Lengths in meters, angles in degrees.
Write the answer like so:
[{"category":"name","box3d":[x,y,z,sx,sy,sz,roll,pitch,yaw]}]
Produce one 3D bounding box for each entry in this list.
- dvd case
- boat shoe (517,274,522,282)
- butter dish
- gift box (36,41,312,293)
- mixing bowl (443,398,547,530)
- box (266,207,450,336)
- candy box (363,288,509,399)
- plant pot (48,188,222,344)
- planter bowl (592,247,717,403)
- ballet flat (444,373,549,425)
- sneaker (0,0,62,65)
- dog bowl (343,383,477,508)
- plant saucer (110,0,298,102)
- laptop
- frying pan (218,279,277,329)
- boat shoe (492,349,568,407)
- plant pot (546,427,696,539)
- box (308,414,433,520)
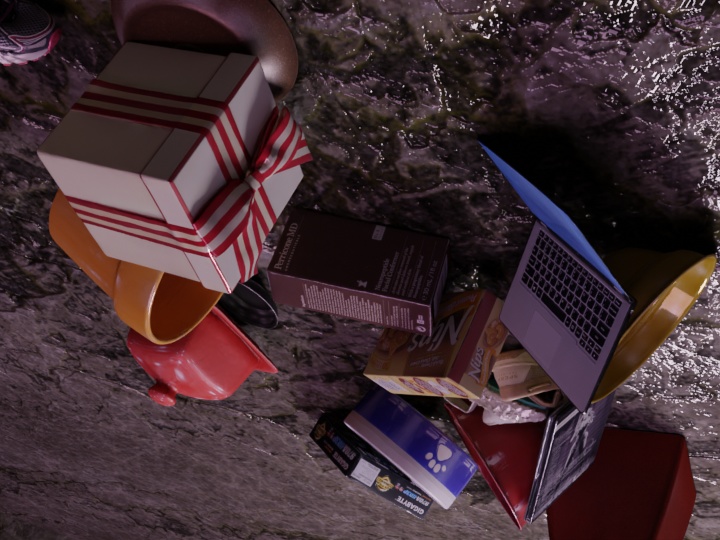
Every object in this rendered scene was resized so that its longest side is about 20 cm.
[{"category":"dvd case","box3d":[0.272,0.220,1.227,0.016,0.148,0.201,34,138,31]},{"category":"boat shoe","box3d":[0.220,0.051,1.127,0.073,0.063,0.202,-18,154,4]},{"category":"butter dish","box3d":[-0.259,0.129,1.398,0.199,0.148,0.200,9,150,39]},{"category":"gift box","box3d":[-0.160,-0.098,0.936,0.186,0.185,0.200,13,152,26]},{"category":"mixing bowl","box3d":[0.213,0.246,1.335,0.108,0.200,0.201,-31,138,-4]},{"category":"box","box3d":[0.000,0.000,1.130,0.199,0.101,0.075,10,147,13]},{"category":"candy box","box3d":[0.091,0.089,1.154,0.055,0.116,0.200,33,161,-22]},{"category":"plant pot","box3d":[-0.260,-0.044,1.140,0.183,0.200,0.201,30,151,14]},{"category":"planter bowl","box3d":[0.275,0.038,1.002,0.083,0.200,0.201,43,156,24]},{"category":"ballet flat","box3d":[0.163,0.165,1.263,0.199,0.072,0.072,26,157,38]},{"category":"sneaker","box3d":[-0.396,-0.273,0.951,0.199,0.081,0.075,24,146,-6]},{"category":"dog bowl","box3d":[0.075,0.259,1.417,0.200,0.079,0.200,40,172,7]},{"category":"plant saucer","box3d":[-0.161,-0.219,0.946,0.199,0.037,0.201,14,147,10]},{"category":"laptop","box3d":[0.168,0.003,0.939,0.115,0.187,0.201,7,114,-24]},{"category":"frying pan","box3d":[-0.192,0.033,1.348,0.189,0.031,0.115,13,147,32]},{"category":"boat shoe","box3d":[0.230,0.139,1.183,0.199,0.065,0.071,9,157,-43]},{"category":"plant pot","box3d":[0.370,0.356,1.391,0.199,0.177,0.200,1,144,26]},{"category":"box","box3d":[0.015,0.319,1.566,0.159,0.046,0.200,34,176,-23]}]
